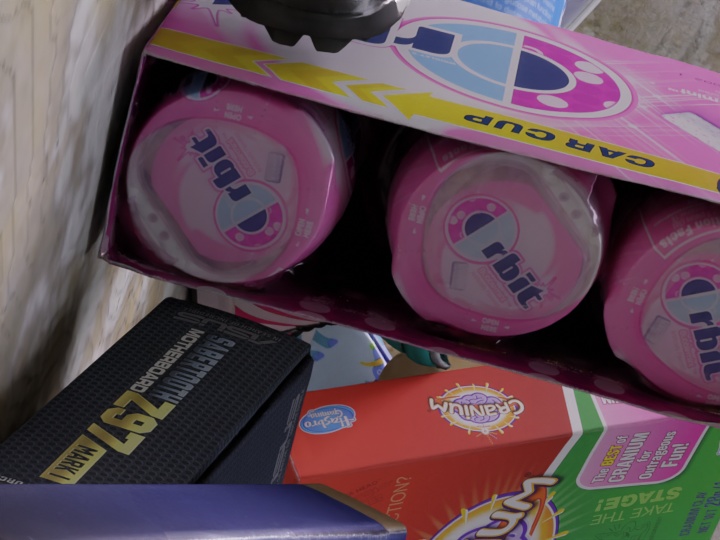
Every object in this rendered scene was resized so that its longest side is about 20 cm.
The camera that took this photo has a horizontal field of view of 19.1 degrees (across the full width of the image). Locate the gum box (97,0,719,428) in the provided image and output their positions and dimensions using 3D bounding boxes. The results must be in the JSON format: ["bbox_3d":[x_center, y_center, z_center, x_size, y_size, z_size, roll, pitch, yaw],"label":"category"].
[{"bbox_3d":[0.038,-0.026,0.619,0.114,0.198,0.067,-72,177,-65],"label":"gum box"}]

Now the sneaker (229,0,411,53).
[{"bbox_3d":[-0.002,-0.150,0.610,0.091,0.066,0.201,99,3,-47],"label":"sneaker"}]

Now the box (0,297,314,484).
[{"bbox_3d":[-0.076,0.126,0.557,0.158,0.051,0.201,-46,152,-66],"label":"box"}]

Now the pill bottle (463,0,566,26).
[{"bbox_3d":[0.036,-0.142,0.873,0.112,0.111,0.202,88,17,-81],"label":"pill bottle"}]

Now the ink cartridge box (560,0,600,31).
[{"bbox_3d":[0.065,-0.137,1.008,0.200,0.083,0.147,-47,-178,7],"label":"ink cartridge box"}]

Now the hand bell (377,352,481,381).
[{"bbox_3d":[-0.002,0.068,0.890,0.199,0.104,0.105,-11,126,-40],"label":"hand bell"}]

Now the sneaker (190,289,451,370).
[{"bbox_3d":[0.000,0.000,0.846,0.200,0.120,0.084,99,7,-71],"label":"sneaker"}]

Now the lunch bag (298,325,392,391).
[{"bbox_3d":[-0.002,0.107,1.068,0.082,0.162,0.200,-29,171,-9],"label":"lunch bag"}]

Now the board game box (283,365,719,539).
[{"bbox_3d":[0.049,0.101,0.851,0.154,0.198,0.040,103,-29,-44],"label":"board game box"}]

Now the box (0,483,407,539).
[{"bbox_3d":[-0.063,0.101,0.421,0.200,0.032,0.122,12,101,-66],"label":"box"}]
